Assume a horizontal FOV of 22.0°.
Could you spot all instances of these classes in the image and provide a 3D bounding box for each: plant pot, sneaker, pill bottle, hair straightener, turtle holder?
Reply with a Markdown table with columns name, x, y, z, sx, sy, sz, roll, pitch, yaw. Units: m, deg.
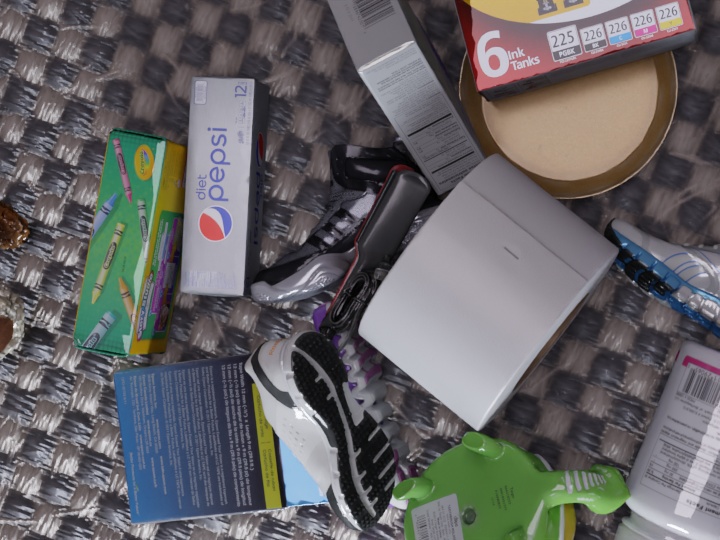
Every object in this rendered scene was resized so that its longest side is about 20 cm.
| name | x | y | z | sx | sy | sz | roll | pitch | yaw |
| --- | --- | --- | --- | --- | --- | --- | --- | --- | --- |
| plant pot | 0.189 | -0.165 | 1.692 | 0.198 | 0.027 | 0.202 | 0 | 88 | 10 |
| sneaker | 0.311 | 0.002 | 1.652 | 0.199 | 0.075 | 0.087 | 34 | 82 | 6 |
| pill bottle | 0.298 | 0.173 | 1.620 | 0.112 | 0.113 | 0.202 | 22 | 93 | 10 |
| sneaker | -0.017 | 0.131 | 1.701 | 0.088 | 0.080 | 0.202 | -18 | 86 | 17 |
| sneaker | -0.034 | 0.140 | 1.630 | 0.080 | 0.074 | 0.201 | -3 | 117 | 44 |
| hair straightener | 0.000 | 0.000 | 1.627 | 0.041 | 0.077 | 0.201 | 33 | 92 | -12 |
| sneaker | -0.023 | -0.050 | 1.707 | 0.198 | 0.075 | 0.115 | -24 | 84 | 3 |
| turtle holder | 0.132 | 0.210 | 1.629 | 0.186 | 0.131 | 0.141 | -51 | 51 | 13 |

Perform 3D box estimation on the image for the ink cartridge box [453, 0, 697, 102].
| name | x | y | z | sx | sy | sz | roll | pitch | yaw |
| --- | --- | --- | --- | --- | --- | --- | --- | --- | --- |
| ink cartridge box | 0.180 | -0.263 | 1.640 | 0.198 | 0.084 | 0.177 | -16 | 86 | 10 |

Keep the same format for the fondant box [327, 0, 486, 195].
| name | x | y | z | sx | sy | sz | roll | pitch | yaw |
| --- | --- | --- | --- | --- | --- | --- | --- | --- | --- |
| fondant box | 0.036 | -0.179 | 1.612 | 0.058 | 0.200 | 0.145 | -26 | 54 | 7 |

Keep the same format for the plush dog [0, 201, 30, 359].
| name | x | y | z | sx | sy | sz | roll | pitch | yaw |
| --- | --- | --- | --- | --- | --- | --- | --- | --- | --- |
| plush dog | -0.412 | -0.010 | 1.762 | 0.198 | 0.160 | 0.174 | 17 | 76 | -17 |

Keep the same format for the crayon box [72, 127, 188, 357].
| name | x | y | z | sx | sy | sz | roll | pitch | yaw |
| --- | --- | --- | --- | --- | --- | --- | --- | --- | --- |
| crayon box | -0.205 | -0.024 | 1.715 | 0.058 | 0.119 | 0.202 | 11 | 90 | 10 |

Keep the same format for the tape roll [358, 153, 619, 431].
| name | x | y | z | sx | sy | sz | roll | pitch | yaw |
| --- | --- | --- | --- | --- | --- | --- | --- | --- | --- |
| tape roll | 0.112 | 0.020 | 1.614 | 0.139 | 0.203 | 0.203 | 39 | 95 | 8 |

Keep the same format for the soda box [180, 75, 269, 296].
| name | x | y | z | sx | sy | sz | roll | pitch | yaw |
| --- | --- | --- | --- | --- | --- | --- | --- | --- | --- |
| soda box | -0.126 | -0.077 | 1.727 | 0.063 | 0.068 | 0.202 | 3 | 90 | 9 |

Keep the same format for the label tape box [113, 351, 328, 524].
| name | x | y | z | sx | sy | sz | roll | pitch | yaw |
| --- | --- | --- | --- | --- | --- | --- | --- | --- | --- |
| label tape box | -0.121 | 0.151 | 1.714 | 0.198 | 0.066 | 0.145 | -8 | 87 | 15 |
